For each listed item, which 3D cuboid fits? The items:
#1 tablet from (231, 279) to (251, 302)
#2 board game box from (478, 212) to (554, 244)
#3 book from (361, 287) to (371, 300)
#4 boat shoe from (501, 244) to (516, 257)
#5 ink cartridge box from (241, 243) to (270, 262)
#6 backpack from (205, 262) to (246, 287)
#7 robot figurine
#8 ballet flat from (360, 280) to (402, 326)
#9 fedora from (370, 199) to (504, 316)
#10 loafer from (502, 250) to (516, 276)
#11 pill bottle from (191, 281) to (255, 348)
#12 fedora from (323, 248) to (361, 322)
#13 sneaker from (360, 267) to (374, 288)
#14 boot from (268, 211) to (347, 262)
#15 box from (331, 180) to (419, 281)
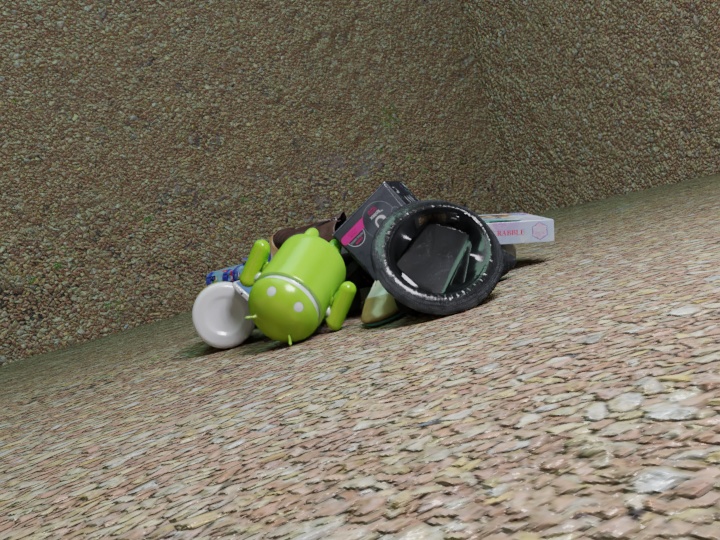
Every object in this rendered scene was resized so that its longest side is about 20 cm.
[{"bbox_3d":[-0.151,0.056,1.248,0.014,0.130,0.200,-50,-2,7],"label":"tablet"},{"bbox_3d":[0.233,-0.077,1.314,0.196,0.042,0.200,-3,8,-3],"label":"board game box"},{"bbox_3d":[0.099,0.016,1.441,0.197,0.049,0.133,-20,3,-23],"label":"book"},{"bbox_3d":[0.189,-0.021,1.322,0.197,0.072,0.069,-11,7,17],"label":"boat shoe"},{"bbox_3d":[-0.117,-0.022,1.455,0.197,0.044,0.195,3,9,-33],"label":"ink cartridge box"},{"bbox_3d":[-0.212,0.045,1.528,0.198,0.137,0.181,-11,4,40],"label":"backpack"},{"bbox_3d":[-0.095,0.026,1.079,0.201,0.173,0.116,-58,-7,-43],"label":"robot figurine"},{"bbox_3d":[0.045,0.035,1.079,0.068,0.064,0.200,-14,3,23],"label":"ballet flat"},{"bbox_3d":[0.101,-0.002,0.992,0.198,0.202,0.092,-15,-33,-20],"label":"fedora"},{"bbox_3d":[0.175,-0.005,1.207,0.070,0.069,0.199,-6,1,-39],"label":"loafer"},{"bbox_3d":[-0.249,0.077,1.291,0.111,0.114,0.200,-15,3,-12],"label":"pill bottle"},{"bbox_3d":[-0.054,0.034,1.258,0.175,0.091,0.200,-17,16,25],"label":"fedora"},{"bbox_3d":[0.000,0.000,1.340,0.076,0.084,0.201,21,-58,-26],"label":"sneaker"},{"bbox_3d":[-0.088,-0.054,1.268,0.165,0.073,0.201,-30,19,18],"label":"boot"},{"bbox_3d":[0.047,-0.071,1.174,0.122,0.106,0.200,-44,-2,12],"label":"box"}]
